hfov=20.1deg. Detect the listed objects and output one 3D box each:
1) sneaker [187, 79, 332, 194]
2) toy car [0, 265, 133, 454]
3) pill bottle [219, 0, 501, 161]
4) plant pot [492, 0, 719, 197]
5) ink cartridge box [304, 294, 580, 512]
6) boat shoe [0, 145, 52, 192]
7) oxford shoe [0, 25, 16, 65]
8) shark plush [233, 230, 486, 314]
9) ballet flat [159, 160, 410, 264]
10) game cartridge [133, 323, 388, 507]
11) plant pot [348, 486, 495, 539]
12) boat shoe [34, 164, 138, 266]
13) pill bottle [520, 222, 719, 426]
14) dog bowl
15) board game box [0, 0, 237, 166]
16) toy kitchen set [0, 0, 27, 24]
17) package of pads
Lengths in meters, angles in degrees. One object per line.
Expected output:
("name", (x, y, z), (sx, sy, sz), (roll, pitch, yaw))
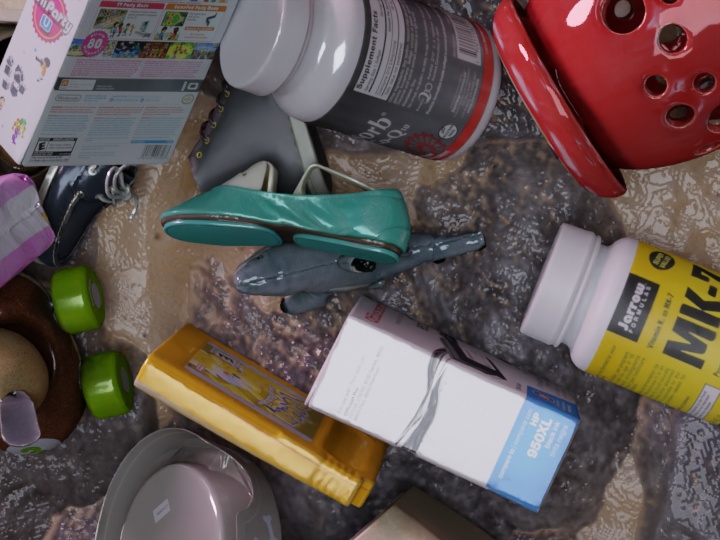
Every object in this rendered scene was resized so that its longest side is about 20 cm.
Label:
("sneaker", (-0.101, -0.141, 1.642), (0.106, 0.075, 0.201), (-16, 96, 7))
("toy car", (-0.286, 0.102, 1.611), (0.164, 0.200, 0.158), (-13, 112, 8))
("pill bottle", (0.000, -0.161, 1.568), (0.199, 0.116, 0.116), (14, 99, -31))
("plant pot", (0.210, -0.170, 1.552), (0.182, 0.200, 0.201), (-30, 93, 11))
("ink cartridge box", (0.067, 0.103, 1.619), (0.199, 0.145, 0.084), (24, 96, 1))
("boat shoe", (-0.283, -0.089, 1.664), (0.072, 0.072, 0.201), (26, 98, 2))
("oxford shoe", (-0.313, -0.128, 1.601), (0.075, 0.201, 0.071), (-10, 135, 29))
("shark plush", (0.000, 0.000, 1.644), (0.199, 0.083, 0.091), (5, 97, 4))
("ballet flat", (-0.056, -0.050, 1.605), (0.199, 0.067, 0.071), (6, 75, 9))
("game cartridge", (-0.073, 0.113, 1.617), (0.199, 0.176, 0.033), (28, 98, 1))
("plant pot", (0.040, 0.289, 1.625), (0.200, 0.200, 0.177), (-42, 85, 8))
("boat shoe", (-0.206, -0.089, 1.660), (0.062, 0.075, 0.201), (26, 89, 13))
("pill bottle", (0.235, 0.043, 1.614), (0.199, 0.114, 0.115), (22, 98, 2))
("dog bowl", (-0.138, 0.229, 1.641), (0.059, 0.200, 0.201), (13, 100, -40))
("board game box", (-0.179, -0.177, 1.516), (0.064, 0.147, 0.200), (45, 121, 31))
("toy kitchen set", (-0.317, -0.278, 1.593), (0.199, 0.180, 0.164), (4, 96, 5))
("package of pads", (-0.350, -0.009, 1.615), (0.199, 0.120, 0.076), (-13, 108, 37))
